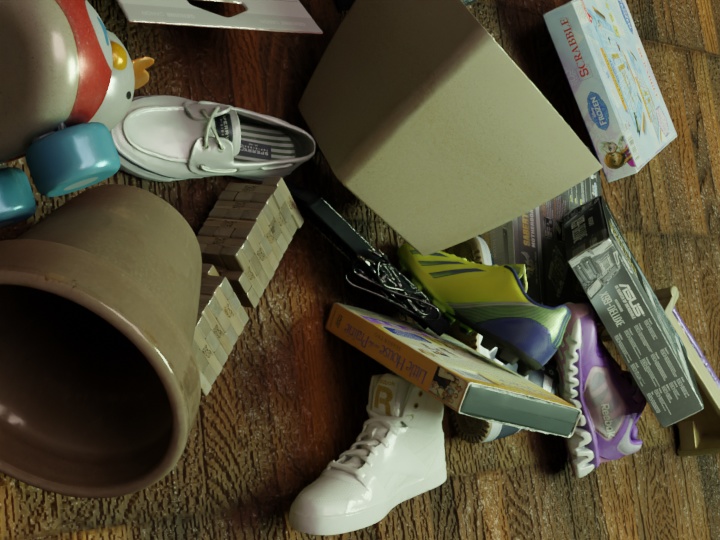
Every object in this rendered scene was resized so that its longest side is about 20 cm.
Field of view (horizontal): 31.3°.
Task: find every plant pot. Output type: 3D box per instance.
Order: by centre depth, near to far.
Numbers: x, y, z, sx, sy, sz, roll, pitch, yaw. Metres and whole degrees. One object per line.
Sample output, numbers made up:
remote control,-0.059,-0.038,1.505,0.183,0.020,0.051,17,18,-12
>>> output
plant pot,-0.190,0.031,0.915,0.201,0.199,0.175,50,34,-21
plant pot,0.061,-0.138,1.148,0.200,0.177,0.200,41,14,-39

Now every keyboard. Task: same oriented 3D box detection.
keyboard,0.000,0.000,1.151,0.200,0.104,0.040,43,81,-30

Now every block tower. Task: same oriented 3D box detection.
block tower,-0.117,0.012,1.053,0.201,0.057,0.054,-62,143,-33

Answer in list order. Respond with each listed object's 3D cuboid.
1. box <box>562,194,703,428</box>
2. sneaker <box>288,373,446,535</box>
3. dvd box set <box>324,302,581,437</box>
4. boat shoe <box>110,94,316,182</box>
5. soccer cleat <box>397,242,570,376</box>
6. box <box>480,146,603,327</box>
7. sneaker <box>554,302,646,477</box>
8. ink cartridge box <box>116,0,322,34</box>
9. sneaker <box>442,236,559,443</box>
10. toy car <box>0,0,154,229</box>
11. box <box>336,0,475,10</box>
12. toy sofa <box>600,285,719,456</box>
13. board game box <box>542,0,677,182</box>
box,0.273,0.038,1.302,0.201,0.049,0.158,59,15,-11
sneaker,0.007,0.148,1.110,0.199,0.073,0.117,-17,112,-53
dvd box set,0.079,0.086,1.135,0.145,0.199,0.030,16,98,-40
boat shoe,-0.125,-0.116,1.082,0.199,0.066,0.074,-2,80,-43
soccer cleat,0.113,0.019,1.193,0.084,0.200,0.065,-51,140,-1
box,0.196,-0.046,1.376,0.157,0.048,0.202,11,70,-40
sneaker,0.244,0.116,1.301,0.081,0.087,0.202,-90,170,-59
ink cartridge box,-0.152,-0.246,1.060,0.199,0.045,0.177,-5,55,-43
sneaker,0.137,0.066,1.275,0.108,0.070,0.203,1,83,-40
toy car,-0.217,-0.146,0.947,0.199,0.176,0.186,-21,90,-56
box,0.081,-0.336,1.279,0.199,0.148,0.108,-13,87,-44
toy sofa,0.369,0.109,1.472,0.201,0.082,0.098,54,50,-18
board game box,0.292,-0.221,1.486,0.199,0.041,0.202,-32,101,-59
